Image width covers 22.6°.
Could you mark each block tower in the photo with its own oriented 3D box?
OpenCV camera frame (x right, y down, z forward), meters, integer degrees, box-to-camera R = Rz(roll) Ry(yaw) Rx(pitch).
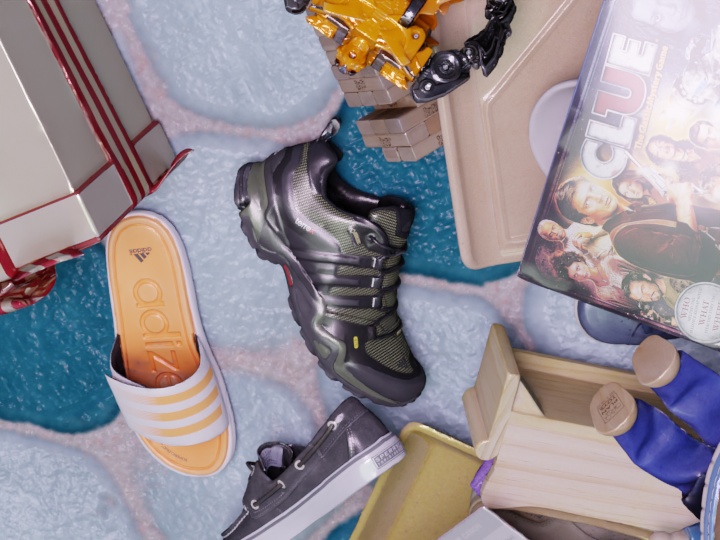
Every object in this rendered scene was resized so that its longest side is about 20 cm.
[{"bbox_3d":[0.001,-0.169,1.141,0.054,0.058,0.201,3,121,57],"label":"block tower"}]

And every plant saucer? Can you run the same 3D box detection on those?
[{"bbox_3d":[0.089,0.217,1.301,0.199,0.048,0.201,24,114,0],"label":"plant saucer"}]

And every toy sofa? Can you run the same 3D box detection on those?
[{"bbox_3d":[0.169,0.111,1.202,0.199,0.083,0.098,11,112,-8],"label":"toy sofa"}]

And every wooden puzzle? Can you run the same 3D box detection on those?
[{"bbox_3d":[0.149,-0.103,1.151,0.199,0.037,0.186,-10,111,-1],"label":"wooden puzzle"}]

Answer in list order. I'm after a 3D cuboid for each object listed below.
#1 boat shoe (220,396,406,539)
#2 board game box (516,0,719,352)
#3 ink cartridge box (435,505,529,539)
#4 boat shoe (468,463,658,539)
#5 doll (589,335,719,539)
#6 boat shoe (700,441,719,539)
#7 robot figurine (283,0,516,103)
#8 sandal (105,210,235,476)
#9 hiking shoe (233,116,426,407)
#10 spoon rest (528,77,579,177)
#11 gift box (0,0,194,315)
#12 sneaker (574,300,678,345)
[{"bbox_3d":[-0.048,0.148,1.272,0.066,0.070,0.200,54,137,4],"label":"boat shoe"},{"bbox_3d":[0.183,-0.068,1.041,0.135,0.035,0.201,20,107,13],"label":"board game box"},{"bbox_3d":[0.103,0.237,1.220,0.173,0.044,0.200,39,136,-6],"label":"ink cartridge box"},{"bbox_3d":[0.165,0.192,1.215,0.200,0.063,0.073,30,115,-2],"label":"boat shoe"},{"bbox_3d":[0.230,0.129,1.142,0.200,0.048,0.137,38,96,-24],"label":"doll"},{"bbox_3d":[0.266,0.105,1.083,0.072,0.072,0.201,17,93,-28],"label":"boat shoe"},{"bbox_3d":[0.045,-0.196,1.079,0.145,0.058,0.200,35,82,-1],"label":"robot figurine"},{"bbox_3d":[-0.147,0.062,1.274,0.079,0.059,0.208,-8,111,14],"label":"sandal"},{"bbox_3d":[0.000,0.000,1.212,0.100,0.076,0.200,-28,104,23],"label":"hiking shoe"},{"bbox_3d":[0.190,-0.048,1.095,0.199,0.061,0.100,31,140,5],"label":"spoon rest"},{"bbox_3d":[-0.227,-0.081,1.162,0.199,0.185,0.188,-17,107,23],"label":"gift box"},{"bbox_3d":[0.233,0.014,1.169,0.199,0.085,0.075,-16,109,17],"label":"sneaker"}]
